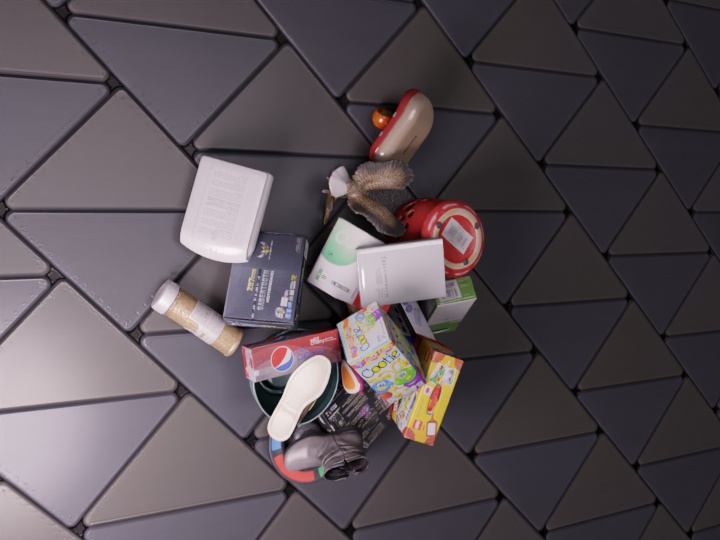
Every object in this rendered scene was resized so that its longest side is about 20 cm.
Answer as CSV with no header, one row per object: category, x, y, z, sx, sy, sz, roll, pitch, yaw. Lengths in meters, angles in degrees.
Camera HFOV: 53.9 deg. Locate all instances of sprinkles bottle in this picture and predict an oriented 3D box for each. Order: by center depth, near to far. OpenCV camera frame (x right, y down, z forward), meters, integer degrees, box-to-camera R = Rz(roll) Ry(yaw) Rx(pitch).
sprinkles bottle,-0.342,0.102,1.496,0.198,0.068,0.069,38,76,-23

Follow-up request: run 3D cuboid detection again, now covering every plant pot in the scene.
plant pot,-0.162,0.225,1.556,0.195,0.133,0.207,-1,91,-27
plant pot,0.183,-0.072,1.699,0.195,0.181,0.207,-2,94,-25

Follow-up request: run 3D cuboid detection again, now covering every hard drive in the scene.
hard drive,0.091,0.004,1.583,0.194,0.027,0.136,-7,105,-5

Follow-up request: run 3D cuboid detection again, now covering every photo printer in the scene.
photo printer,-0.284,-0.123,1.487,0.162,0.069,0.206,14,84,4

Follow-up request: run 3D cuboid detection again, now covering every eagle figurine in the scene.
eagle figurine,0.018,-0.177,1.626,0.153,0.194,0.155,-67,164,-48

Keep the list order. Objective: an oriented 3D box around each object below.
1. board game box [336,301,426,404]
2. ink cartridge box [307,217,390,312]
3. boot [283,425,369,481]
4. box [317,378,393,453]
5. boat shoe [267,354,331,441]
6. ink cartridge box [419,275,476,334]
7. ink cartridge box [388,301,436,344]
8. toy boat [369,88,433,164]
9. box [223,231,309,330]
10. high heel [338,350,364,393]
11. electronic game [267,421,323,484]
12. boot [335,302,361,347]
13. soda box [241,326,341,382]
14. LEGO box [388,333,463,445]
board game box,0.048,0.178,1.505,0.101,0.106,0.201,-29,136,10
ink cartridge box,0.000,0.000,1.597,0.197,0.050,0.164,30,96,1
boot,-0.080,0.411,1.541,0.195,0.132,0.071,-23,110,3
box,0.001,0.325,1.670,0.200,0.043,0.162,-44,112,-30
boat shoe,-0.120,0.251,1.434,0.071,0.060,0.203,31,102,3
ink cartridge box,0.202,0.091,1.720,0.101,0.201,0.061,-10,65,-14
ink cartridge box,0.128,0.139,1.724,0.044,0.093,0.203,-33,106,-20
toy boat,0.080,-0.341,1.675,0.202,0.131,0.130,-53,155,13
box,-0.198,0.019,1.506,0.153,0.051,0.206,4,69,9
high heel,-0.002,0.218,1.554,0.093,0.199,0.070,-4,97,-18
electronic game,-0.122,0.389,1.634,0.195,0.041,0.207,-1,92,-28
boot,-0.030,0.065,1.663,0.171,0.066,0.206,-15,96,-29
soda box,-0.140,0.170,1.456,0.195,0.063,0.072,-10,96,-27
LEGO box,0.147,0.269,1.623,0.075,0.149,0.205,18,96,-15
